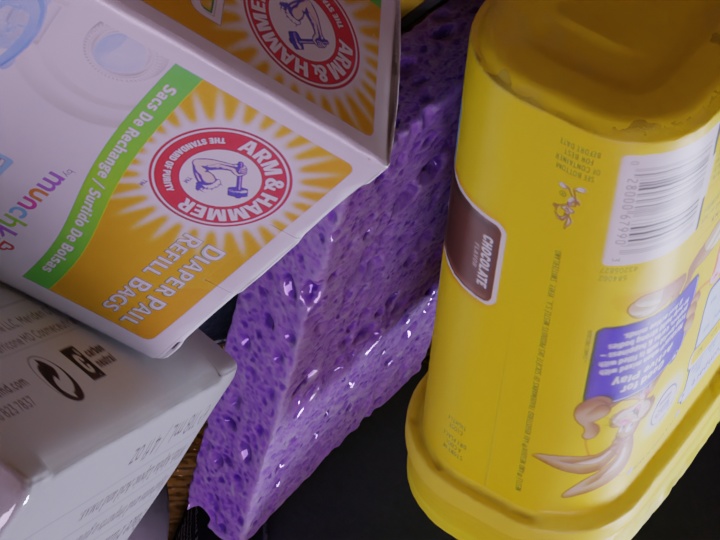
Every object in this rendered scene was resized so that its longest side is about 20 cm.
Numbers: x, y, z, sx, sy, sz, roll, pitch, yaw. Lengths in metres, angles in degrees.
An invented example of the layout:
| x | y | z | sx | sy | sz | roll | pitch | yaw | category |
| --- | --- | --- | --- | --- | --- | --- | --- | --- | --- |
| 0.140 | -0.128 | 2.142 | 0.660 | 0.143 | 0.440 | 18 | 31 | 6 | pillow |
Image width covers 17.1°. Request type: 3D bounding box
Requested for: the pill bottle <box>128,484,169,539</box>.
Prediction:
| x | y | z | sx | sy | sz | roll | pitch | yaw | category |
| --- | --- | --- | --- | --- | --- | --- | --- | --- | --- |
| -0.177 | 0.086 | 0.869 | 0.200 | 0.116 | 0.116 | 18 | 135 | -29 | pill bottle |

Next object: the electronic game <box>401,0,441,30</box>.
| x | y | z | sx | sy | sz | roll | pitch | yaw | category |
| --- | --- | --- | --- | --- | --- | --- | --- | --- | --- |
| -0.050 | -0.122 | 0.689 | 0.199 | 0.042 | 0.200 | -4 | 142 | -3 | electronic game |

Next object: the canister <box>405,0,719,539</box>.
| x | y | z | sx | sy | sz | roll | pitch | yaw | category |
| --- | --- | --- | --- | --- | --- | --- | --- | --- | --- |
| 0.083 | -0.019 | 0.758 | 0.086 | 0.149 | 0.200 | 28 | 142 | 19 | canister |

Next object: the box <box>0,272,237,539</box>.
| x | y | z | sx | sy | sz | roll | pitch | yaw | category |
| --- | --- | --- | --- | --- | --- | --- | --- | --- | --- |
| -0.167 | 0.034 | 0.661 | 0.200 | 0.199 | 0.131 | 36 | 102 | 6 | box |

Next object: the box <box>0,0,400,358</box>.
| x | y | z | sx | sy | sz | roll | pitch | yaw | category |
| --- | --- | --- | --- | --- | --- | --- | --- | --- | --- |
| -0.097 | -0.079 | 0.630 | 0.200 | 0.102 | 0.112 | 29 | 133 | -27 | box |

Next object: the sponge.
| x | y | z | sx | sy | sz | roll | pitch | yaw | category |
| --- | --- | --- | --- | --- | --- | --- | --- | --- | --- |
| 0.000 | 0.000 | 0.797 | 0.030 | 0.112 | 0.200 | 37 | 142 | 16 | sponge |

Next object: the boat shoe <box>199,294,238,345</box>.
| x | y | z | sx | sy | sz | roll | pitch | yaw | category |
| --- | --- | --- | --- | --- | --- | --- | --- | --- | --- |
| -0.099 | 0.023 | 0.821 | 0.200 | 0.091 | 0.071 | 1 | 141 | -10 | boat shoe |

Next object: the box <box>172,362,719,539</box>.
| x | y | z | sx | sy | sz | roll | pitch | yaw | category |
| --- | --- | --- | --- | --- | --- | --- | --- | --- | --- |
| 0.030 | 0.140 | 0.960 | 0.199 | 0.124 | 0.199 | 8 | 140 | -16 | box |
